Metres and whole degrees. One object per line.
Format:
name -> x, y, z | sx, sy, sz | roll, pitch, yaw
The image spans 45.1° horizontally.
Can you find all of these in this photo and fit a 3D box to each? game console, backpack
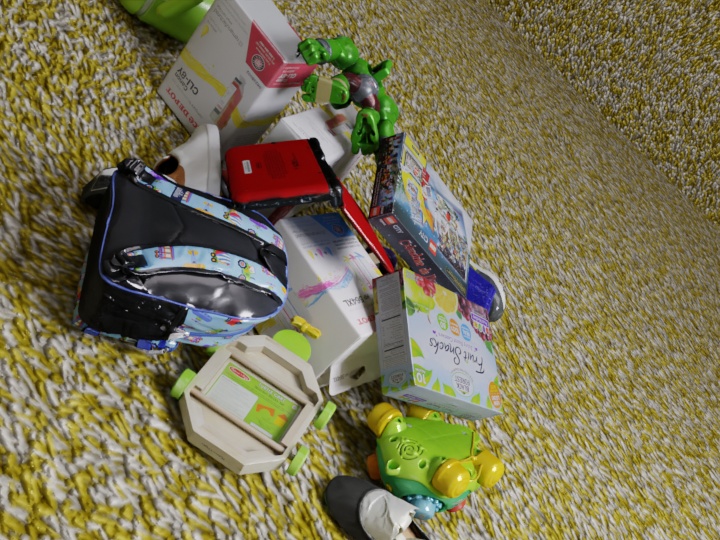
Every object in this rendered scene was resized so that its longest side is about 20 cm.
game console -> -0.065, -0.073, 1.018 | 0.171, 0.119, 0.200 | -8, 24, -8
backpack -> -0.182, 0.000, 0.913 | 0.199, 0.135, 0.183 | 16, 43, -24

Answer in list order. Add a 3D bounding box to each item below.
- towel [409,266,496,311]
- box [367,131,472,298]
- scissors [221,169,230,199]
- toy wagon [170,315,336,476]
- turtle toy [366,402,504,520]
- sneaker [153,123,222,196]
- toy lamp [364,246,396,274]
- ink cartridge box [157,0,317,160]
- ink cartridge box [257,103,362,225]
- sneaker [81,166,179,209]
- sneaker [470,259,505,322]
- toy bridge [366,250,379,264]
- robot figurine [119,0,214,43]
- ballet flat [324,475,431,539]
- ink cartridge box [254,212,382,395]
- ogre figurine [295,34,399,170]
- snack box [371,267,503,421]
towel -> 0.127, 0.043, 1.241 | 0.148, 0.050, 0.200 | 43, 32, -9
box -> 0.085, -0.066, 1.148 | 0.200, 0.038, 0.137 | 46, 42, -40
scissors -> -0.141, -0.065, 1.087 | 0.014, 0.074, 0.200 | -18, 35, -21
toy wagon -> -0.103, 0.127, 0.937 | 0.155, 0.040, 0.200 | 34, 42, 2
turtle toy -> 0.089, 0.232, 1.032 | 0.146, 0.101, 0.199 | 37, 19, 35
sneaker -> -0.225, -0.145, 1.121 | 0.084, 0.073, 0.200 | 2, 24, -12
toy lamp -> 0.000, 0.000, 1.236 | 0.058, 0.058, 0.200 | 50, 24, 8
ink cartridge box -> -0.175, -0.272, 1.216 | 0.145, 0.200, 0.083 | 52, 34, 11
ink cartridge box -> -0.079, -0.154, 1.233 | 0.083, 0.145, 0.200 | 46, 30, 4
sneaker -> -0.227, -0.053, 1.016 | 0.199, 0.080, 0.087 | 18, 60, -24
sneaker -> 0.155, 0.010, 1.424 | 0.084, 0.075, 0.200 | -7, 49, -47
toy bridge -> 0.023, 0.077, 1.145 | 0.027, 0.067, 0.201 | -108, 179, -79
robot figurine -> -0.288, -0.426, 1.342 | 0.199, 0.116, 0.176 | 23, 28, -32
ballet flat -> 0.049, 0.290, 0.940 | 0.200, 0.068, 0.068 | 44, 49, -2
ink cartridge box -> -0.043, 0.047, 1.070 | 0.200, 0.125, 0.128 | 54, 31, 15
ogre figurine -> -0.003, -0.237, 1.170 | 0.200, 0.098, 0.120 | 37, 38, -8
snack box -> 0.095, 0.094, 1.045 | 0.200, 0.053, 0.143 | 24, 54, -48
